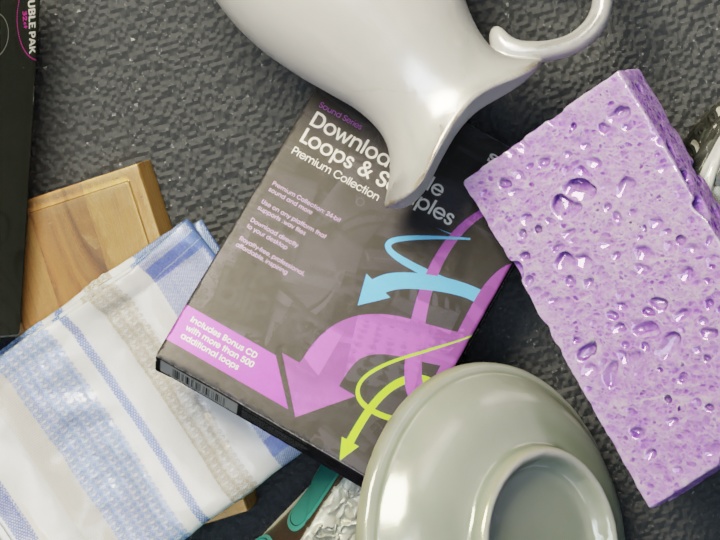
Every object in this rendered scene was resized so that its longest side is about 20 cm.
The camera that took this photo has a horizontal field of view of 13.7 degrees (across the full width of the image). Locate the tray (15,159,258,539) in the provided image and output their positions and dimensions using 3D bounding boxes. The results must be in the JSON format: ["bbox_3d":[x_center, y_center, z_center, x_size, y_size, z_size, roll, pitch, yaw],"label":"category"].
[{"bbox_3d":[-0.135,0.050,1.670,0.098,0.037,0.201,-17,92,10],"label":"tray"}]

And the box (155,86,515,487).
[{"bbox_3d":[0.000,0.000,1.606,0.142,0.036,0.201,29,74,4],"label":"box"}]

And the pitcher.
[{"bbox_3d":[0.019,-0.160,1.573,0.171,0.121,0.200,-39,87,-7],"label":"pitcher"}]

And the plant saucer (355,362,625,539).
[{"bbox_3d":[0.083,0.147,1.567,0.050,0.199,0.202,-7,96,45],"label":"plant saucer"}]

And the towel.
[{"bbox_3d":[-0.130,0.082,1.643,0.199,0.024,0.147,-35,90,10],"label":"towel"}]

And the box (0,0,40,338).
[{"bbox_3d":[-0.268,-0.065,1.606,0.124,0.148,0.202,8,98,36],"label":"box"}]

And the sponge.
[{"bbox_3d":[0.147,0.009,1.554,0.111,0.030,0.201,-34,81,28],"label":"sponge"}]

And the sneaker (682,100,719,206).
[{"bbox_3d":[0.192,0.004,1.601,0.079,0.074,0.202,9,103,-1],"label":"sneaker"}]

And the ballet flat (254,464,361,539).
[{"bbox_3d":[-0.024,0.160,1.649,0.072,0.072,0.200,41,101,3],"label":"ballet flat"}]
